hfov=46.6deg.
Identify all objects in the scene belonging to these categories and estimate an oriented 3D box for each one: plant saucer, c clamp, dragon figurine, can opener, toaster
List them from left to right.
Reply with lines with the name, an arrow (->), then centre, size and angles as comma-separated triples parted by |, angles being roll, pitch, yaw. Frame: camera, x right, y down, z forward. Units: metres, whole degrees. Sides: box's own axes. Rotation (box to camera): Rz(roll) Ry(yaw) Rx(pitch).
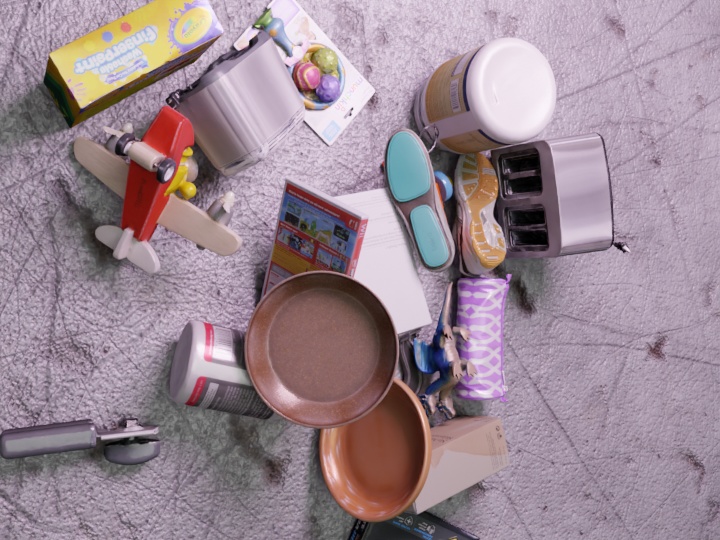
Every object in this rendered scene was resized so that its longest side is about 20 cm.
can opener -> -0.359, 0.229, 1.081 | 0.197, 0.053, 0.068 | -4, 92, -22
toaster -> -0.159, -0.215, 1.100 | 0.130, 0.113, 0.201 | 56, 37, -19
plant saucer -> -0.049, 0.100, 1.074 | 0.197, 0.037, 0.203 | 0, 95, 1
c clamp -> 0.018, 0.143, 1.263 | 0.199, 0.027, 0.173 | -29, 107, -22
plant saucer -> 0.024, 0.245, 1.166 | 0.037, 0.199, 0.203 | 13, 86, -47
dragon figurine -> 0.119, 0.125, 1.271 | 0.058, 0.099, 0.203 | -2, 76, -40
toaster -> 0.296, -0.110, 1.282 | 0.117, 0.199, 0.184 | -11, 96, -27

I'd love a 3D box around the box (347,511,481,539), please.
box -> 0.070, 0.444, 1.277 | 0.199, 0.046, 0.160 | 30, 79, -21

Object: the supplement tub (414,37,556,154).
supplement tub -> 0.175, -0.248, 1.223 | 0.143, 0.200, 0.147 | -1, 91, -23

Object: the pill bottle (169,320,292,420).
pill bottle -> -0.150, 0.142, 1.138 | 0.198, 0.110, 0.112 | 15, 85, -23

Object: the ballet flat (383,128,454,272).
ballet flat -> 0.080, -0.095, 1.157 | 0.067, 0.064, 0.203 | -17, 91, 9

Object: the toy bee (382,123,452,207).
toy bee -> 0.086, -0.132, 1.254 | 0.130, 0.108, 0.203 | -10, 117, -38

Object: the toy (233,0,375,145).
toy -> -0.071, -0.292, 1.197 | 0.200, 0.047, 0.116 | 44, 77, -18

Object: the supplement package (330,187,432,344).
supplement package -> 0.000, 0.000, 1.172 | 0.116, 0.117, 0.203 | -13, 87, -37

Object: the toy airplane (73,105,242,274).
toy airplane -> -0.258, -0.100, 1.072 | 0.141, 0.197, 0.202 | -49, 122, -52

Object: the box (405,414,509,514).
box -> 0.120, 0.285, 1.246 | 0.198, 0.094, 0.079 | -15, 95, -38

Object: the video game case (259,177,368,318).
video game case -> -0.067, -0.005, 1.125 | 0.017, 0.142, 0.202 | -12, 123, -50

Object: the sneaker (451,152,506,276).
sneaker -> 0.168, -0.087, 1.297 | 0.075, 0.088, 0.203 | 7, 65, -20

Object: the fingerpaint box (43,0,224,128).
fingerpaint box -> -0.287, -0.266, 1.039 | 0.199, 0.166, 0.074 | -34, 104, -18

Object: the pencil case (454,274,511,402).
pencil case -> 0.190, 0.107, 1.299 | 0.084, 0.084, 0.203 | -4, 94, -63
